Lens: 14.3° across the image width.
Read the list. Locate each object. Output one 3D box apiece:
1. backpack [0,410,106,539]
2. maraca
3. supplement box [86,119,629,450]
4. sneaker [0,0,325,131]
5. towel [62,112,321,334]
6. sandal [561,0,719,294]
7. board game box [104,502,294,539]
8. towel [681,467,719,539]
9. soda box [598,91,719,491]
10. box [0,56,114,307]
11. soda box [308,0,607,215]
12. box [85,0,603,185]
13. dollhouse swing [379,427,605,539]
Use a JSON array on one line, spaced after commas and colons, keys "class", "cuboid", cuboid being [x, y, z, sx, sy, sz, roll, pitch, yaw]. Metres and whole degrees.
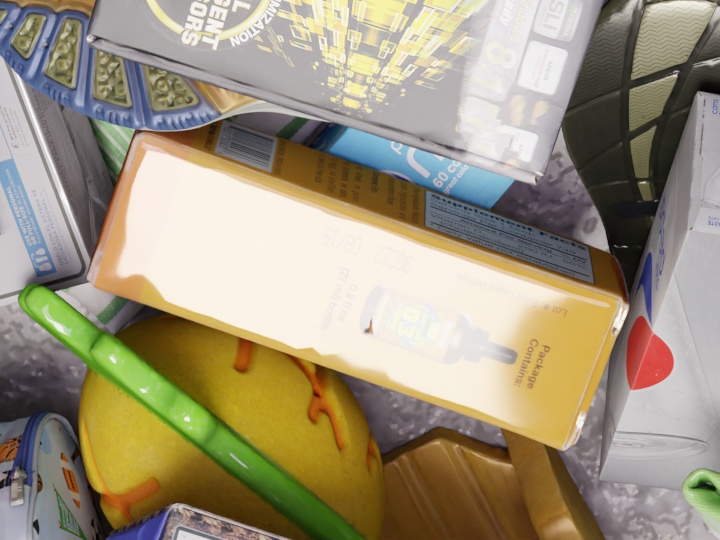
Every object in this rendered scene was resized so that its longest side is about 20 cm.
[{"class": "backpack", "cuboid": [-0.176, 0.126, 1.148, 0.153, 0.191, 0.201, -8, 125, -5]}, {"class": "maraca", "cuboid": [-0.061, 0.065, 1.134, 0.107, 0.137, 0.200, -55, 139, -8]}, {"class": "supplement box", "cuboid": [0.000, 0.000, 1.109, 0.199, 0.069, 0.067, 20, 107, -3]}, {"class": "sneaker", "cuboid": [-0.043, -0.088, 1.087, 0.199, 0.088, 0.076, 10, 98, 8]}, {"class": "towel", "cuboid": [-0.126, -0.088, 1.173, 0.200, 0.023, 0.153, 42, 103, -10]}, {"class": "sandal", "cuboid": [0.122, -0.054, 1.127, 0.079, 0.058, 0.201, 1, 148, 9]}, {"class": "board game box", "cuboid": [-0.011, 0.195, 1.055, 0.199, 0.097, 0.160, 20, 73, -15]}, {"class": "towel", "cuboid": [0.210, 0.137, 1.130, 0.148, 0.200, 0.031, 16, 76, 25]}, {"class": "soda box", "cuboid": [0.142, 0.015, 1.118, 0.068, 0.064, 0.200, 9, 149, -1]}, {"class": "box", "cuboid": [-0.207, -0.030, 1.157, 0.199, 0.060, 0.117, -14, 108, 14]}, {"class": "soda box", "cuboid": [0.033, -0.060, 1.157, 0.068, 0.064, 0.200, 38, 103, -9]}, {"class": "box", "cuboid": [0.013, -0.147, 0.933, 0.160, 0.049, 0.201, 17, 106, -6]}, {"class": "dollhouse swing", "cuboid": [0.022, 0.196, 1.174, 0.199, 0.176, 0.182, -27, 104, 9]}]
